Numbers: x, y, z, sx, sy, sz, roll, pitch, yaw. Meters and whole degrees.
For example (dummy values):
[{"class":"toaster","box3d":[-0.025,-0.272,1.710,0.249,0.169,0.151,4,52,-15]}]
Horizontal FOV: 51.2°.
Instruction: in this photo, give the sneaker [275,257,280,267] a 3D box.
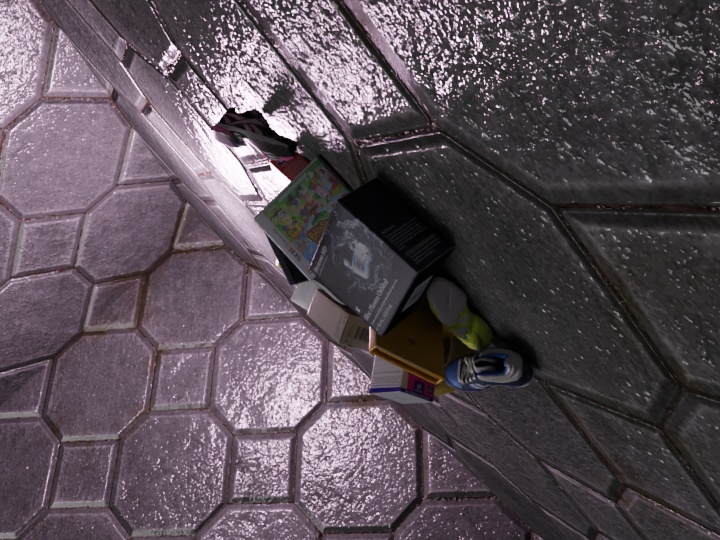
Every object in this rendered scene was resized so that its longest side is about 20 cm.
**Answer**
[{"class":"sneaker","box3d":[-0.164,-0.049,1.903,0.074,0.084,0.200,4,170,-21]}]

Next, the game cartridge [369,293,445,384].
[{"class":"game cartridge","box3d":[0.091,0.108,1.486,0.176,0.032,0.201,29,-140,-26]}]

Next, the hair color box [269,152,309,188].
[{"class":"hair color box","box3d":[-0.107,-0.176,1.672,0.200,0.064,0.111,44,170,15]}]

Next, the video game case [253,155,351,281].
[{"class":"video game case","box3d":[-0.096,-0.107,1.574,0.182,0.200,0.022,47,-163,-5]}]

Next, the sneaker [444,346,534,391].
[{"class":"sneaker","box3d":[0.230,0.188,1.473,0.199,0.081,0.146,-4,160,32]}]

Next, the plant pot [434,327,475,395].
[{"class":"plant pot","box3d":[0.180,0.199,1.697,0.142,0.201,0.200,23,-177,-35]}]

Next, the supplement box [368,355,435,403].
[{"class":"supplement box","box3d":[0.100,0.174,1.605,0.101,0.201,0.103,23,156,-36]}]

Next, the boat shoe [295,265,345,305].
[{"class":"boat shoe","box3d":[-0.088,0.004,1.657,0.200,0.069,0.057,46,166,-9]}]

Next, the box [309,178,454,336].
[{"class":"box","box3d":[0.033,-0.022,1.377,0.200,0.117,0.197,43,138,16]}]

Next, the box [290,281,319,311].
[{"class":"box","box3d":[-0.049,0.060,1.905,0.199,0.107,0.152,30,-157,4]}]

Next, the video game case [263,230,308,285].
[{"class":"video game case","box3d":[-0.150,-0.041,1.707,0.143,0.019,0.200,64,-165,3]}]

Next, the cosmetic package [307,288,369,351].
[{"class":"cosmetic package","box3d":[-0.034,0.113,1.711,0.103,0.073,0.200,17,-172,-29]}]

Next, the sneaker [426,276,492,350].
[{"class":"sneaker","box3d":[0.180,0.084,1.516,0.200,0.076,0.105,50,168,-25]}]

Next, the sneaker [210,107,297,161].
[{"class":"sneaker","box3d":[-0.225,-0.306,1.626,0.199,0.087,0.080,20,163,13]}]
